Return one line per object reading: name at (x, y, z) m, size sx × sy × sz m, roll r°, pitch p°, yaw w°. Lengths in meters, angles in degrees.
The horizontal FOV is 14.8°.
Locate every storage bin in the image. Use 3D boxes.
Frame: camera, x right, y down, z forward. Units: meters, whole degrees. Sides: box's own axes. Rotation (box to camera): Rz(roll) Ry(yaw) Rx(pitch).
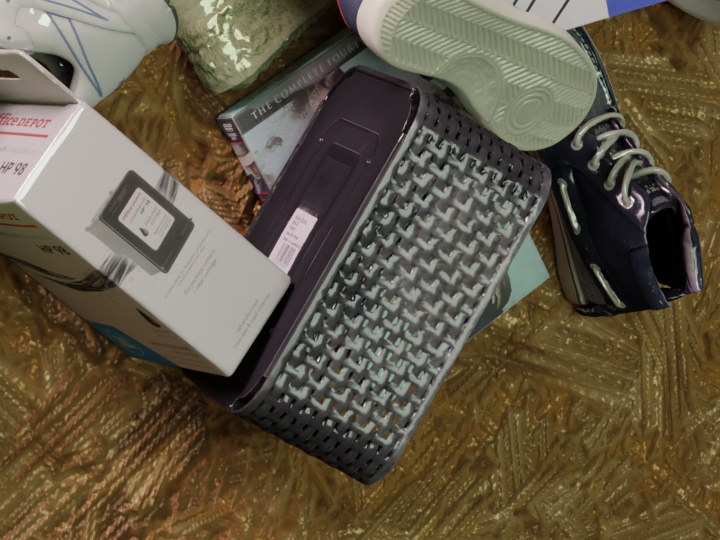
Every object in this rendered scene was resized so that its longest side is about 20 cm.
storage bin at (0.000, 0.000, 1.519) m, size 0.094 × 0.135 × 0.200 m, roll 31°, pitch 90°, yaw -23°

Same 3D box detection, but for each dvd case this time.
dvd case at (0.017, -0.041, 1.620) m, size 0.146 × 0.022 × 0.200 m, roll -36°, pitch 110°, yaw -26°

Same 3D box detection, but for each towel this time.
towel at (-0.049, -0.209, 1.558) m, size 0.200 × 0.036 × 0.148 m, roll -45°, pitch 114°, yaw -23°

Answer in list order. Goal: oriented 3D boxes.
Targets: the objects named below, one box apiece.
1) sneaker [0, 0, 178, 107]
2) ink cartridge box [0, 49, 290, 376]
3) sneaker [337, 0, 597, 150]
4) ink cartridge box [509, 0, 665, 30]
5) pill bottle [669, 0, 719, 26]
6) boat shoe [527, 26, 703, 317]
sneaker at (-0.184, -0.161, 1.455) m, size 0.200 × 0.075 × 0.087 m, roll 42°, pitch 76°, yaw -27°
ink cartridge box at (-0.147, -0.030, 1.459) m, size 0.200 × 0.116 × 0.067 m, roll 41°, pitch 73°, yaw -27°
sneaker at (0.055, -0.134, 1.536) m, size 0.075 × 0.085 × 0.200 m, roll -48°, pitch 140°, yaw 9°
ink cartridge box at (0.119, -0.190, 1.586) m, size 0.200 × 0.044 × 0.094 m, roll -17°, pitch 116°, yaw -7°
pill bottle at (0.255, -0.256, 1.711) m, size 0.106 × 0.106 × 0.200 m, roll 43°, pitch 71°, yaw -27°
boat shoe at (0.151, -0.066, 1.663) m, size 0.075 × 0.093 × 0.200 m, roll -27°, pitch 107°, yaw -29°
